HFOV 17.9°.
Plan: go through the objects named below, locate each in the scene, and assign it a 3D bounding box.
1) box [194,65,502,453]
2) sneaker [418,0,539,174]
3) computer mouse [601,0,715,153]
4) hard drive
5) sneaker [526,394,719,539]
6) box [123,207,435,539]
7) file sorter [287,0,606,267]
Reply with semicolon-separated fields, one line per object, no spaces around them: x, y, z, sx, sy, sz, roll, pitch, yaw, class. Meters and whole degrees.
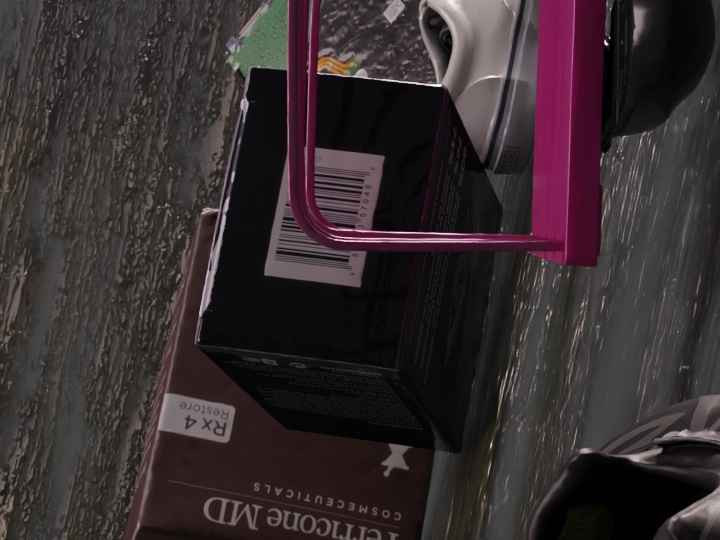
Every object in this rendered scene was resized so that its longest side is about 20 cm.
0.000;0.000;1.175;0.200;0.104;0.148;58;-139;-70;box
0.070;-0.149;1.252;0.073;0.071;0.200;112;169;-61;sneaker
0.112;-0.076;0.902;0.200;0.034;0.059;97;174;-85;computer mouse
-0.001;-0.131;1.448;0.140;0.038;0.200;-49;44;14;hard drive
0.081;0.063;0.575;0.200;0.083;0.071;-155;78;-85;sneaker
-0.043;0.094;1.384;0.164;0.166;0.200;118;163;-69;box
0.033;-0.075;0.973;0.200;0.125;0.139;-76;-13;-88;file sorter
